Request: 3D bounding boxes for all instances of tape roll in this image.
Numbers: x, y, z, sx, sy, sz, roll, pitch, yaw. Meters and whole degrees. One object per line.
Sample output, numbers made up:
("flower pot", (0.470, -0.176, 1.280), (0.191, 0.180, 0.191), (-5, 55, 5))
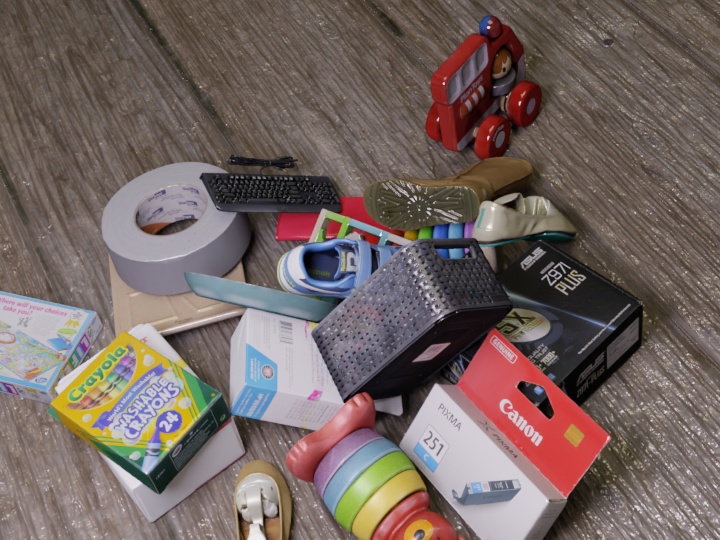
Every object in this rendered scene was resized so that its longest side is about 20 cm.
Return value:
("tape roll", (-0.253, -0.061, 1.608), (0.198, 0.067, 0.201), (-7, 43, 6))

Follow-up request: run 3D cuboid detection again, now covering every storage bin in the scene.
("storage bin", (0.057, 0.058, 1.323), (0.134, 0.200, 0.094), (-2, 58, -48))

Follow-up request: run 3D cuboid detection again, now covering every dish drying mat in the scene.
("dish drying mat", (-0.018, -0.072, 1.637), (0.198, 0.018, 0.077), (0, 49, 11))

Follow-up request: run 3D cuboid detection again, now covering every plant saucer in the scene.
("plant saucer", (-0.124, 0.036, 1.450), (0.198, 0.200, 0.028), (12, 86, 21))

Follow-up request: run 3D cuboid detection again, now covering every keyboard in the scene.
("keyboard", (-0.127, -0.123, 1.614), (0.198, 0.021, 0.127), (-1, 41, -33))

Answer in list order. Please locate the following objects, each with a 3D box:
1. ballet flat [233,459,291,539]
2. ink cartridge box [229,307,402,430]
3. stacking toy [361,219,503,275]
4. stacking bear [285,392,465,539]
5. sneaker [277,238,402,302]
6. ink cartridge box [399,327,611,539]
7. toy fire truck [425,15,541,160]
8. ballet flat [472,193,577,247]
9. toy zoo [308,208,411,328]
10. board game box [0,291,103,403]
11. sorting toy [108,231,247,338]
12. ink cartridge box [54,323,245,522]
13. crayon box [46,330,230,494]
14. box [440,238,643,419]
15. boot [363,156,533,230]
("ballet flat", (-0.110, 0.287, 1.319), (0.068, 0.063, 0.201), (-13, 48, 0))
("ink cartridge box", (-0.054, 0.128, 1.409), (0.198, 0.068, 0.116), (14, 46, -19))
("stacking toy", (0.085, -0.029, 1.542), (0.198, 0.086, 0.086), (-3, 49, 14))
("stacking bear", (0.028, 0.256, 1.288), (0.121, 0.114, 0.200), (-37, 63, -16))
("sneaker", (0.000, 0.000, 1.435), (0.198, 0.082, 0.075), (-2, 75, -11))
("ink cartridge box", (0.153, 0.190, 1.291), (0.200, 0.044, 0.177), (44, 113, 37))
("toy fire truck", (0.173, -0.266, 1.663), (0.112, 0.169, 0.200), (26, 59, 29))
("ballet flat", (0.212, -0.066, 1.483), (0.069, 0.070, 0.199), (35, 24, 33))
("toy zoo", (0.011, 0.011, 1.517), (0.199, 0.020, 0.132), (22, 88, 27))
("board game box", (-0.465, 0.099, 1.574), (0.198, 0.034, 0.135), (10, 53, 20))
("sorting toy", (-0.249, 0.019, 1.601), (0.183, 0.037, 0.201), (-15, 44, -2))
("ink cartridge box", (-0.257, 0.181, 1.427), (0.145, 0.084, 0.200), (-35, 53, -17))
("crayon box", (-0.267, 0.155, 1.361), (0.199, 0.052, 0.126), (27, 60, 30))
("box", (0.216, 0.083, 1.410), (0.200, 0.087, 0.163), (-39, 53, -21))
("boot", (0.120, -0.107, 1.561), (0.173, 0.067, 0.200), (7, 19, 24))
